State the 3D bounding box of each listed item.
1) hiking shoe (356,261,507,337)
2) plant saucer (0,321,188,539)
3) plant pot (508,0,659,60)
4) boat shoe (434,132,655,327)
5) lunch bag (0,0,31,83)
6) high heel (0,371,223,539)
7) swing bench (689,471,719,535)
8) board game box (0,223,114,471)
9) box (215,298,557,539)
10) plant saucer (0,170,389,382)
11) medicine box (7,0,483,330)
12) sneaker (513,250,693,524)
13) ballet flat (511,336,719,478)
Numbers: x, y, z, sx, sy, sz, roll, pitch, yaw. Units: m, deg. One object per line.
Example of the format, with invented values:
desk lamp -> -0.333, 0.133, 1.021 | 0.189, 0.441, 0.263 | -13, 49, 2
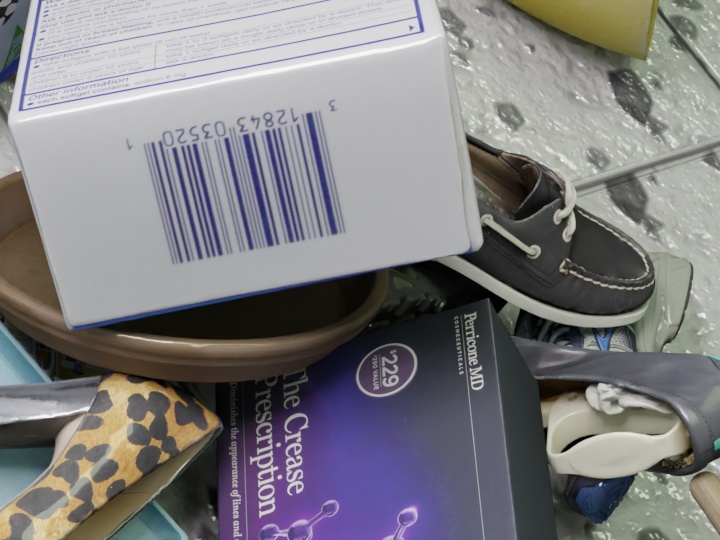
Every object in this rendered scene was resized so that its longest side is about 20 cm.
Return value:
hiking shoe -> 0.000, 0.000, 1.279 | 0.101, 0.076, 0.200 | 45, 33, 21
plant saucer -> -0.164, 0.068, 1.096 | 0.200, 0.019, 0.070 | 49, 61, -4
plant pot -> 0.118, -0.236, 1.492 | 0.142, 0.200, 0.200 | 10, 43, 7
boat shoe -> 0.073, -0.031, 1.258 | 0.200, 0.060, 0.074 | 23, 33, -20
lunch bag -> -0.181, -0.192, 1.247 | 0.124, 0.170, 0.200 | 37, 44, 3
high heel -> -0.114, 0.136, 1.046 | 0.142, 0.071, 0.201 | -1, 66, -20
swing bench -> 0.263, 0.197, 1.165 | 0.199, 0.129, 0.200 | 47, 26, -52
board game box -> -0.202, 0.026, 1.144 | 0.200, 0.029, 0.135 | 16, 45, -22
box -> 0.013, 0.127, 1.105 | 0.079, 0.141, 0.200 | 61, 18, -48
plant saucer -> -0.086, 0.000, 1.147 | 0.199, 0.030, 0.200 | 8, 25, -4
medicine box -> -0.050, -0.075, 1.104 | 0.182, 0.103, 0.200 | -11, 25, 2
sneaker -> 0.116, 0.054, 1.308 | 0.085, 0.077, 0.200 | 21, 36, -2
ballet flat -> 0.093, 0.070, 1.200 | 0.073, 0.200, 0.073 | -2, 92, -56
